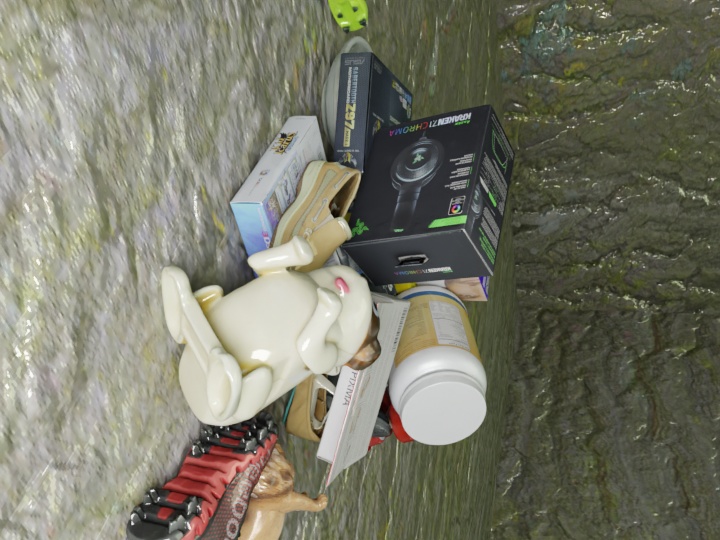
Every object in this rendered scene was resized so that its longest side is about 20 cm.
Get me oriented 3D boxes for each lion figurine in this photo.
[{"bbox_3d":[-0.110,0.279,0.770,0.121,0.072,0.205,24,71,-34],"label":"lion figurine"}]

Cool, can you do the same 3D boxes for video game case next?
[{"bbox_3d":[-0.080,-0.052,0.886,0.183,0.044,0.204,-68,153,-47],"label":"video game case"}]

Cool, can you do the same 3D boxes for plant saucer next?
[{"bbox_3d":[-0.017,-0.235,1.062,0.199,0.049,0.207,1,90,-71],"label":"plant saucer"}]

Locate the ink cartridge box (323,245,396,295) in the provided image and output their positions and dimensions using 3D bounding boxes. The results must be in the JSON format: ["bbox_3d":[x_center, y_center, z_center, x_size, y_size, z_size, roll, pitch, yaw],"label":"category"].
[{"bbox_3d":[0.000,0.000,0.955,0.102,0.038,0.200,68,20,-2],"label":"ink cartridge box"}]

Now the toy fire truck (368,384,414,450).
[{"bbox_3d":[0.025,0.179,1.154,0.171,0.110,0.200,66,25,-13],"label":"toy fire truck"}]

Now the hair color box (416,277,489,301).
[{"bbox_3d":[0.130,-0.019,1.096,0.200,0.106,0.067,51,44,-61],"label":"hair color box"}]

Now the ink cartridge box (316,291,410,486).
[{"bbox_3d":[-0.004,0.127,0.840,0.176,0.044,0.205,11,95,-74],"label":"ink cartridge box"}]

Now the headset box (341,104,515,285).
[{"bbox_3d":[0.084,-0.083,0.892,0.093,0.170,0.204,47,50,-42],"label":"headset box"}]

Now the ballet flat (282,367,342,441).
[{"bbox_3d":[-0.047,0.123,0.878,0.069,0.062,0.204,-42,150,-54],"label":"ballet flat"}]

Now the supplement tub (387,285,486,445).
[{"bbox_3d":[0.106,0.137,1.070,0.202,0.140,0.147,-98,175,-52],"label":"supplement tub"}]

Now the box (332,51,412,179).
[{"bbox_3d":[0.022,-0.198,1.027,0.199,0.050,0.163,11,83,-69],"label":"box"}]

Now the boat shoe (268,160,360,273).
[{"bbox_3d":[-0.046,-0.044,0.803,0.072,0.074,0.204,68,32,-53],"label":"boat shoe"}]

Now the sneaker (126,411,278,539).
[{"bbox_3d":[-0.137,0.214,0.680,0.200,0.069,0.101,-46,136,-56],"label":"sneaker"}]

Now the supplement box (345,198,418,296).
[{"bbox_3d":[0.041,-0.015,1.162,0.201,0.106,0.112,61,35,-56],"label":"supplement box"}]

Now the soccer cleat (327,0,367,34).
[{"bbox_3d":[-0.036,-0.420,0.993,0.201,0.066,0.083,62,17,-58],"label":"soccer cleat"}]

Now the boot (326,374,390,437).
[{"bbox_3d":[-0.004,0.117,1.031,0.164,0.065,0.205,34,54,-38],"label":"boot"}]

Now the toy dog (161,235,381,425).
[{"bbox_3d":[-0.067,0.065,0.683,0.196,0.140,0.198,-20,137,-30],"label":"toy dog"}]
